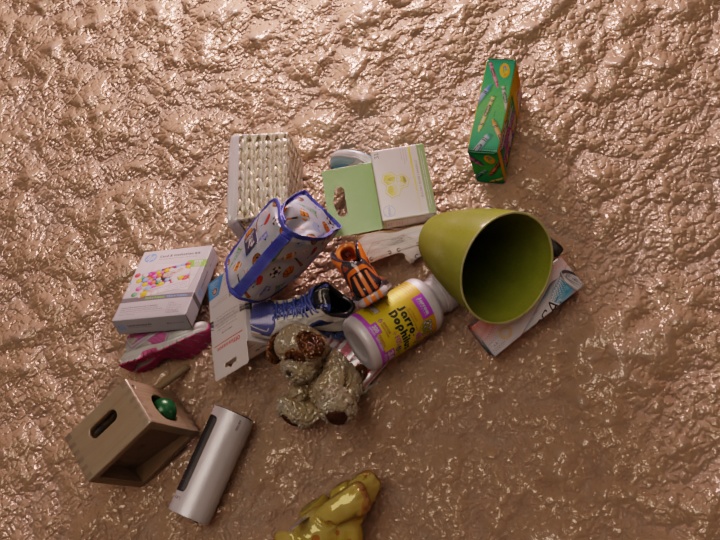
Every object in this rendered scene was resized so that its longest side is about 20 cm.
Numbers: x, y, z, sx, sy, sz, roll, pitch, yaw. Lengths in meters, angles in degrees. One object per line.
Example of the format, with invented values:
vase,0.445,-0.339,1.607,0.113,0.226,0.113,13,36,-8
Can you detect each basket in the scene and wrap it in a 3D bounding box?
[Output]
basket,-0.184,-0.159,1.732,0.123,0.136,0.201,-5,66,10

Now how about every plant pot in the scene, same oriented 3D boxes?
plant pot,0.190,-0.029,1.486,0.187,0.187,0.200,-49,32,-7

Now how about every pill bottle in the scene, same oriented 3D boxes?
pill bottle,0.075,0.083,1.549,0.199,0.104,0.104,-32,61,-18

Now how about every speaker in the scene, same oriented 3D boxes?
speaker,-0.266,0.348,1.569,0.081,0.081,0.201,17,74,23

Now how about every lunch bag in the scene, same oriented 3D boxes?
lunch bag,-0.146,-0.041,1.551,0.124,0.200,0.170,42,112,0

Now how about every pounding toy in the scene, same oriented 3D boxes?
pounding toy,-0.399,0.271,1.599,0.200,0.184,0.142,-43,63,5

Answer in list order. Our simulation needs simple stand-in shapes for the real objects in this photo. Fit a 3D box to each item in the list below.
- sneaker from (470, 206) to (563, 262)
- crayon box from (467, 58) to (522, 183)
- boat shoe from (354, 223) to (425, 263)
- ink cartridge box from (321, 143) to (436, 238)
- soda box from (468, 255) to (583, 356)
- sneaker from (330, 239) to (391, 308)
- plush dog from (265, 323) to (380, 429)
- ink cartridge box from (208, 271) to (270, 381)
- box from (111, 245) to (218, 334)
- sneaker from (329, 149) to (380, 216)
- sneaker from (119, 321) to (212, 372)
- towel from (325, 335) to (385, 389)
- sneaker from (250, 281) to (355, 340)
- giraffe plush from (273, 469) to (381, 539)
sneaker,0.265,-0.031,1.562,0.116,0.075,0.200,-57,37,0
crayon box,0.256,-0.281,1.656,0.058,0.119,0.201,7,70,19
boat shoe,0.091,-0.047,1.642,0.199,0.071,0.070,-11,88,7
ink cartridge box,0.032,-0.148,1.631,0.199,0.048,0.146,-9,70,0
soda box,0.284,0.062,1.522,0.200,0.064,0.069,-39,87,-1
sneaker,0.000,0.000,1.561,0.077,0.200,0.112,-30,92,-5
plush dog,-0.078,0.163,1.508,0.161,0.172,0.200,-47,18,-32
ink cartridge box,-0.223,0.100,1.642,0.116,0.068,0.201,-32,56,41
box,-0.377,0.036,1.713,0.155,0.041,0.201,-5,40,15
sneaker,0.004,-0.150,1.700,0.199,0.080,0.131,23,75,25
sneaker,-0.378,0.126,1.694,0.199,0.081,0.089,-17,63,13
towel,-0.053,0.149,1.620,0.200,0.030,0.146,40,84,24
sneaker,-0.096,0.065,1.558,0.198,0.115,0.081,1,58,-6
giraffe plush,-0.023,0.445,1.420,0.172,0.200,0.163,-36,85,34
